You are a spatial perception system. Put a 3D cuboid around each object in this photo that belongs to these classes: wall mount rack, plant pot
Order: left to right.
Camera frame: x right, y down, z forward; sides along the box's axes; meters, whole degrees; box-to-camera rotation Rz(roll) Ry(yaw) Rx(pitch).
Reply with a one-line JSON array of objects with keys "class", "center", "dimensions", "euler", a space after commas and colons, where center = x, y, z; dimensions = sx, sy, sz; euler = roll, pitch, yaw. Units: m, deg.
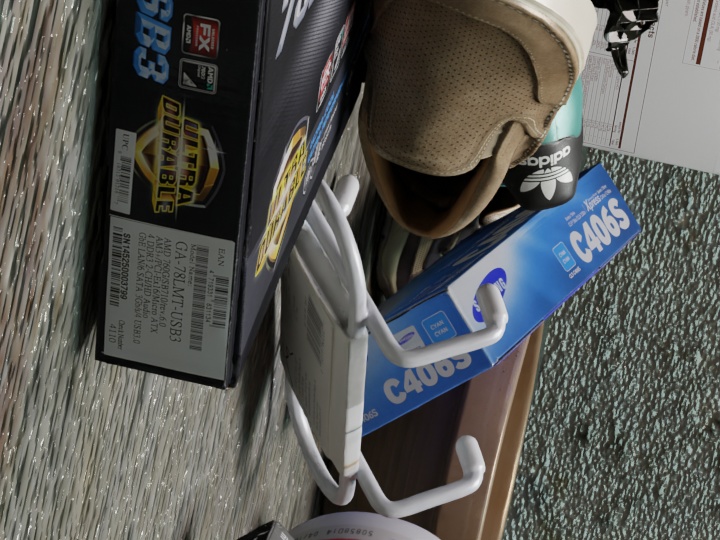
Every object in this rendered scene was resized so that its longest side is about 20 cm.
[{"class": "wall mount rack", "center": [0.000, 0.000, 1.130], "dimensions": [0.200, 0.074, 0.174], "euler": [94, -27, -54]}, {"class": "plant pot", "center": [0.035, 0.100, 1.461], "dimensions": [0.201, 0.092, 0.202], "euler": [12, 90, -84]}]

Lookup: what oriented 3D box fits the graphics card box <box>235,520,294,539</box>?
[{"class": "graphics card box", "center": [-0.035, 0.199, 0.993], "dimensions": [0.051, 0.126, 0.200], "euler": [-31, -161, 29]}]

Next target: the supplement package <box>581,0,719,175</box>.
[{"class": "supplement package", "center": [0.175, -0.180, 1.632], "dimensions": [0.192, 0.199, 0.147], "euler": [-68, 168, -49]}]

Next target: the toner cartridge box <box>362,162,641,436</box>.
[{"class": "toner cartridge box", "center": [0.055, 0.013, 1.292], "dimensions": [0.095, 0.043, 0.200], "euler": [-31, -177, 31]}]

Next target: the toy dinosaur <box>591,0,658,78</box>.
[{"class": "toy dinosaur", "center": [0.090, -0.162, 1.366], "dimensions": [0.200, 0.102, 0.136], "euler": [55, 2, -43]}]

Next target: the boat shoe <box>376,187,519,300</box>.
[{"class": "boat shoe", "center": [0.051, -0.033, 1.424], "dimensions": [0.200, 0.073, 0.075], "euler": [89, 16, -62]}]

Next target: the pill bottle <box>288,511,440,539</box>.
[{"class": "pill bottle", "center": [-0.016, 0.206, 1.173], "dimensions": [0.200, 0.112, 0.113], "euler": [-67, 167, -54]}]

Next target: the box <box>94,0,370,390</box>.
[{"class": "box", "center": [-0.027, -0.100, 0.819], "dimensions": [0.200, 0.049, 0.199], "euler": [-68, 169, -57]}]

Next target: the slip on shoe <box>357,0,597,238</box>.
[{"class": "slip on shoe", "center": [0.030, -0.061, 0.905], "dimensions": [0.200, 0.076, 0.061], "euler": [106, 9, -78]}]

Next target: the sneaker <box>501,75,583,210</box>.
[{"class": "sneaker", "center": [0.046, -0.077, 1.130], "dimensions": [0.200, 0.071, 0.080], "euler": [-122, -160, -72]}]
